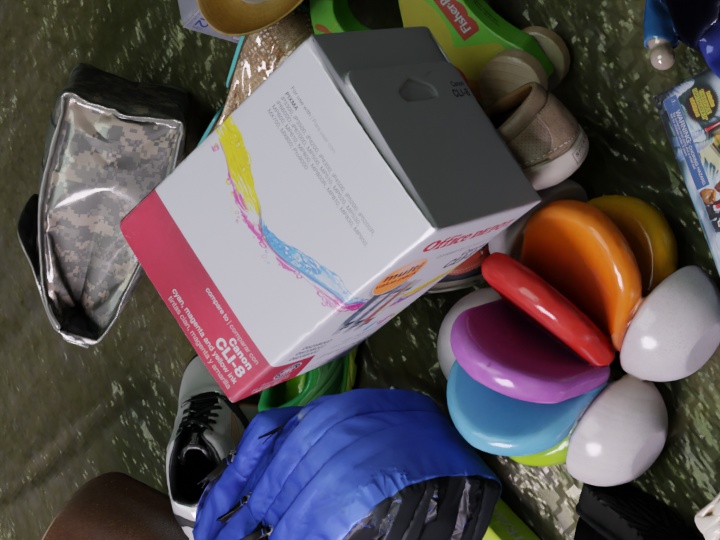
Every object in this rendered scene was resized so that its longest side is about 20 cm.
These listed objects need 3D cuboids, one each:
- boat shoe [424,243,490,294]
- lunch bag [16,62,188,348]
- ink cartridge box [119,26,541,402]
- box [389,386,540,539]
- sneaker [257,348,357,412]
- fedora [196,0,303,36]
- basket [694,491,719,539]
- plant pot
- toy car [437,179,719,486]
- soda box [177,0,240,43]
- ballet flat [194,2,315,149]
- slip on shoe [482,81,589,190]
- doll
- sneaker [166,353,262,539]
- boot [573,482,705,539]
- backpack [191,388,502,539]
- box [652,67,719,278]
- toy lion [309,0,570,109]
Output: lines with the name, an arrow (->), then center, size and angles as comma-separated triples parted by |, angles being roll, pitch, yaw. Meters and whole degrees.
boat shoe -> 0.000, 0.000, 1.195 | 0.199, 0.063, 0.071 | -15, 39, 11
lunch bag -> -0.211, -0.052, 1.326 | 0.117, 0.164, 0.201 | 13, 104, -8
ink cartridge box -> -0.019, -0.040, 1.048 | 0.200, 0.145, 0.145 | -40, 77, 32
box -> 0.047, 0.197, 1.218 | 0.200, 0.048, 0.122 | 46, 117, 26
sneaker -> -0.039, 0.026, 1.254 | 0.074, 0.083, 0.201 | 8, 96, 38
fedora -> -0.086, -0.268, 1.165 | 0.200, 0.082, 0.202 | -17, 68, 49
basket -> 0.311, 0.136, 0.954 | 0.200, 0.135, 0.124 | -48, 62, 29
plant pot -> -0.137, 0.277, 1.297 | 0.199, 0.187, 0.188 | 14, 101, 22
toy car -> 0.126, 0.042, 1.084 | 0.175, 0.150, 0.201 | 37, 113, 31
soda box -> -0.064, -0.261, 1.255 | 0.200, 0.063, 0.069 | -39, 53, 39
ballet flat -> -0.082, -0.126, 1.292 | 0.065, 0.071, 0.200 | 28, 126, 2
slip on shoe -> 0.057, -0.070, 1.117 | 0.199, 0.076, 0.061 | -18, 124, 35
doll -> 0.236, -0.173, 1.024 | 0.136, 0.048, 0.200 | -46, 40, 13
sneaker -> -0.114, 0.131, 1.276 | 0.073, 0.080, 0.200 | -18, 43, 8
boot -> 0.181, 0.246, 1.061 | 0.211, 0.079, 0.158 | -132, 58, -68
backpack -> -0.018, 0.168, 1.135 | 0.168, 0.162, 0.200 | 52, 121, 28
box -> 0.280, -0.047, 1.030 | 0.137, 0.040, 0.201 | -27, 75, 34
toy lion -> 0.035, -0.144, 1.169 | 0.191, 0.069, 0.200 | -31, 100, 36
